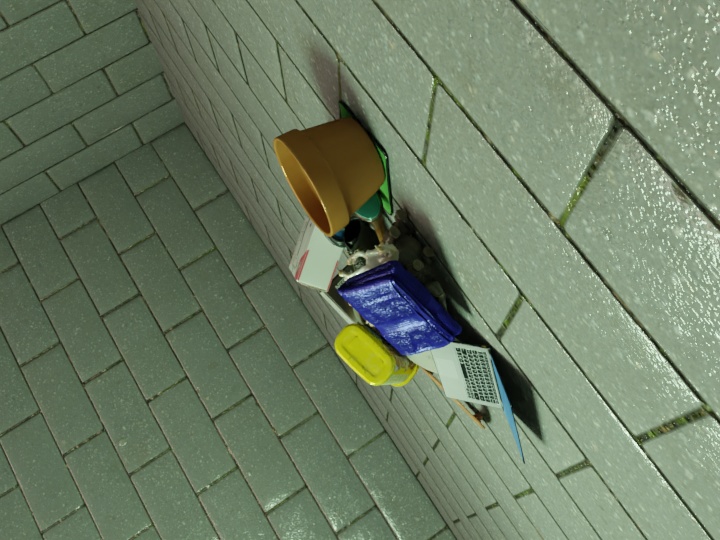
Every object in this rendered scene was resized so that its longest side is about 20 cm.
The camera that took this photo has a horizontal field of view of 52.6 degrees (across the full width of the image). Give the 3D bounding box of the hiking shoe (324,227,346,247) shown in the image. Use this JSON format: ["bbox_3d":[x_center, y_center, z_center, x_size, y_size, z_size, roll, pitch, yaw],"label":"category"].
[{"bbox_3d":[-0.053,-0.148,1.508,0.087,0.073,0.203,134,126,-72],"label":"hiking shoe"}]

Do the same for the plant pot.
[{"bbox_3d":[-0.048,-0.182,1.312,0.201,0.139,0.200,56,169,16],"label":"plant pot"}]

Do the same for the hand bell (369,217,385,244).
[{"bbox_3d":[0.046,-0.062,1.445,0.104,0.103,0.202,99,150,-73],"label":"hand bell"}]

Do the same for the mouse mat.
[{"bbox_3d":[0.011,-0.207,1.365,0.161,0.007,0.201,53,169,26],"label":"mouse mat"}]

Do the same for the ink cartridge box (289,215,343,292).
[{"bbox_3d":[-0.104,-0.044,1.730,0.082,0.148,0.200,18,-175,-13],"label":"ink cartridge box"}]

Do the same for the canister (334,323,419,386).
[{"bbox_3d":[0.037,0.181,1.557,0.148,0.087,0.200,42,-174,18],"label":"canister"}]

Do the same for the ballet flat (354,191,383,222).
[{"bbox_3d":[-0.019,-0.164,1.428,0.200,0.068,0.068,47,-178,21],"label":"ballet flat"}]

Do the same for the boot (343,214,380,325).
[{"bbox_3d":[0.000,0.000,1.479,0.138,0.077,0.203,38,-134,-61],"label":"boot"}]

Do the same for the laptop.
[{"bbox_3d":[0.214,0.238,1.352,0.198,0.116,0.188,7,138,29],"label":"laptop"}]

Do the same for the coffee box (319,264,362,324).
[{"bbox_3d":[0.011,0.083,1.750,0.200,0.113,0.080,46,169,-3],"label":"coffee box"}]

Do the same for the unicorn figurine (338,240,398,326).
[{"bbox_3d":[0.027,0.012,1.345,0.136,0.074,0.201,-6,130,35],"label":"unicorn figurine"}]

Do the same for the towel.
[{"bbox_3d":[0.069,0.076,1.302,0.147,0.050,0.200,-23,124,36],"label":"towel"}]

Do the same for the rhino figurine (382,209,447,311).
[{"bbox_3d":[0.105,-0.009,1.334,0.201,0.059,0.088,58,163,13],"label":"rhino figurine"}]

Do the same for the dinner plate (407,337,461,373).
[{"bbox_3d":[0.145,0.167,1.454,0.198,0.024,0.201,23,154,12],"label":"dinner plate"}]

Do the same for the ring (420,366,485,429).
[{"bbox_3d":[0.208,0.277,1.627,0.200,0.019,0.200,45,177,3],"label":"ring"}]
